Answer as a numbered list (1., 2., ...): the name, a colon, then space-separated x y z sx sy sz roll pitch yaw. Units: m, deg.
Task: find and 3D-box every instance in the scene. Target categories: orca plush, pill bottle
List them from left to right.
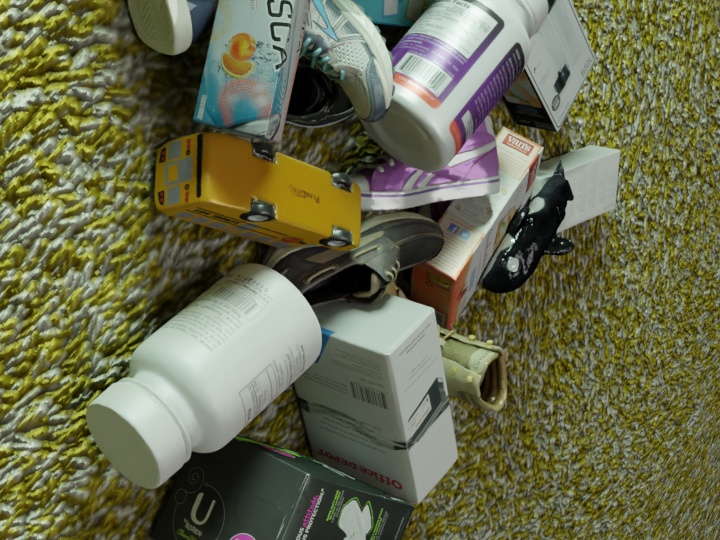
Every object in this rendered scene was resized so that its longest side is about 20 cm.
1. pill bottle: -0.136 0.092 1.058 0.200 0.114 0.115 -42 134 -36
2. pill bottle: 0.094 -0.202 1.174 0.200 0.111 0.112 -51 139 -19
3. orca plush: 0.216 -0.037 1.418 0.200 0.071 0.106 -46 160 -46

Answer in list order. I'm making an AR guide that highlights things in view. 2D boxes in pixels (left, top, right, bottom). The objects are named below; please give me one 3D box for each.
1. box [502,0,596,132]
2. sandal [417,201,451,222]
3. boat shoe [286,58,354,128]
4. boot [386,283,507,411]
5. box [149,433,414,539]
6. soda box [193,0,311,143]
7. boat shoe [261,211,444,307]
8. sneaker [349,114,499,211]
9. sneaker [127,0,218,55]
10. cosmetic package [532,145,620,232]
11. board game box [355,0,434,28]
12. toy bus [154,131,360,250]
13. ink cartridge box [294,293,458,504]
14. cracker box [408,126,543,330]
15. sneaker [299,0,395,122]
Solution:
1. box: 0.197 -0.267 1.403 0.117 0.060 0.200 -61 143 -16
2. sandal: 0.089 -0.131 1.320 0.082 0.050 0.203 -47 138 -32
3. boat shoe: -0.054 -0.162 1.114 0.199 0.056 0.069 -7 109 -51
4. boot: 0.069 0.070 1.285 0.073 0.155 0.201 -52 139 -26
5. box: -0.072 0.243 1.173 0.200 0.148 0.125 31 80 -54
6. soda box: -0.078 -0.209 0.985 0.068 0.063 0.201 -15 117 -82
7. boat shoe: 0.000 0.000 1.187 0.199 0.074 0.075 -15 144 -26
8. sneaker: 0.050 -0.124 1.238 0.199 0.073 0.115 -12 105 -29
9. sneaker: -0.145 -0.273 0.941 0.084 0.075 0.201 -38 141 -36
10. cosmetic package: 0.262 -0.102 1.562 0.199 0.050 0.083 -20 117 -47
11. board game box: 0.035 -0.314 1.181 0.199 0.047 0.152 -5 108 -52
12. toy bus: -0.083 -0.064 1.078 0.199 0.078 0.066 16 68 -50
13. ink cartridge box: 0.010 0.121 1.237 0.084 0.144 0.201 -41 134 -37
14. cracker box: 0.128 -0.044 1.363 0.200 0.057 0.134 -56 165 -23
15. sneaker: -0.046 -0.212 1.067 0.086 0.077 0.201 -36 101 -25
